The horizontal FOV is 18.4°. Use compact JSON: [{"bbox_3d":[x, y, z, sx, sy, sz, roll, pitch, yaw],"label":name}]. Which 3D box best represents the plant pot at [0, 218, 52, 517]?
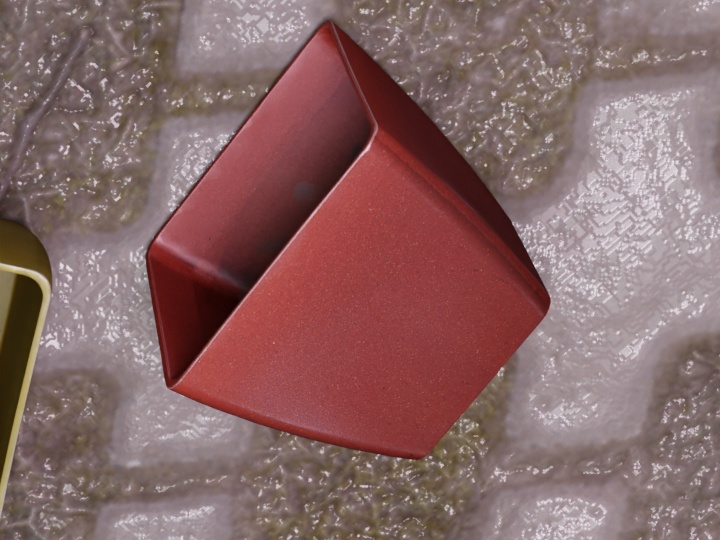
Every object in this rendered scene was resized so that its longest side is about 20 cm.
[{"bbox_3d":[-0.299,0.044,1.394,0.199,0.176,0.201,14,108,-5],"label":"plant pot"}]

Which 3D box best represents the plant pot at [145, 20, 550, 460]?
[{"bbox_3d":[0.000,0.000,1.379,0.176,0.200,0.200,34,106,-22],"label":"plant pot"}]
